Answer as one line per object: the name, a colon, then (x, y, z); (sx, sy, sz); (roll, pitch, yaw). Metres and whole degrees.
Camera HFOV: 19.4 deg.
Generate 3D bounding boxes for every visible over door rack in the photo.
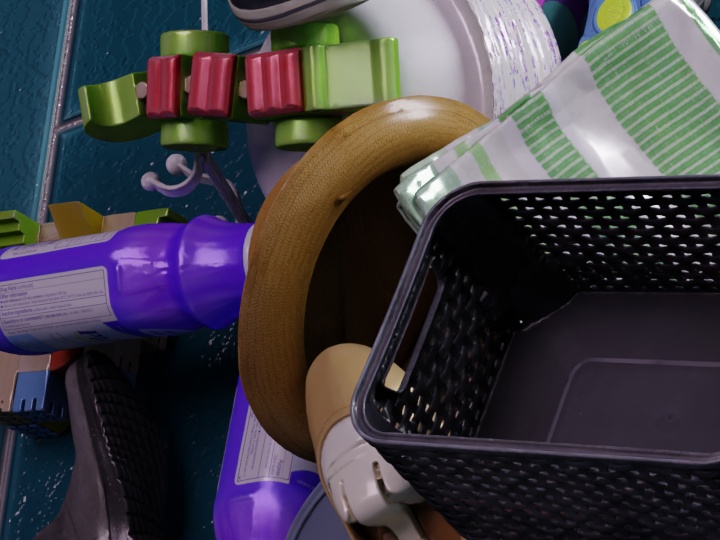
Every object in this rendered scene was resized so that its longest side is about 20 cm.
over door rack: (-0.084, -0.090, 1.298); (0.066, 0.148, 0.200); (-4, 56, 19)

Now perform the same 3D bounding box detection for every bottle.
bottle: (-0.126, 0.007, 1.206); (0.200, 0.083, 0.065); (-8, 84, 29)
bottle: (-0.039, 0.128, 1.137); (0.065, 0.084, 0.200); (-13, 51, 31)

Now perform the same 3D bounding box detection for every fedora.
fedora: (0.000, 0.000, 1.084); (0.201, 0.201, 0.082); (-51, 40, -7)

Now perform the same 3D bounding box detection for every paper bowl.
paper bowl: (0.012, -0.087, 1.196); (0.200, 0.104, 0.201); (2, 92, 49)

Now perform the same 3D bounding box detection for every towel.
towel: (0.132, -0.038, 1.043); (0.200, 0.023, 0.153); (-38, 84, -22)

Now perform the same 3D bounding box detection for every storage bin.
storage bin: (0.113, 0.041, 0.889); (0.200, 0.094, 0.135); (1, 56, 38)

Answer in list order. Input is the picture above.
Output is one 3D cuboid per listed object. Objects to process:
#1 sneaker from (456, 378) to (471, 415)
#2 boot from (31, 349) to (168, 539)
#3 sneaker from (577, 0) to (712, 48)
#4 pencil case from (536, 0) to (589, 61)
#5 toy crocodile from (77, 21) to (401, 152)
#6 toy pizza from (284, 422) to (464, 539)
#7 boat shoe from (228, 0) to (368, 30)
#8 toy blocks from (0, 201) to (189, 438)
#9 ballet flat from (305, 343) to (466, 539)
sneaker: (0.114, 0.070, 1.063); (0.200, 0.075, 0.105); (-42, 74, 7)
boot: (-0.175, 0.154, 1.213); (0.131, 0.070, 0.200); (-25, 61, 18)
sneaker: (0.158, -0.128, 1.202); (0.071, 0.083, 0.200); (15, 50, 11)
pencil case: (0.053, -0.160, 1.288); (0.200, 0.093, 0.085); (19, 52, 45)
toy crocodile: (-0.065, -0.099, 1.143); (0.200, 0.062, 0.068); (0, 89, 33)
toy pizza: (0.051, 0.174, 1.031); (0.200, 0.032, 0.201); (1, 92, 22)
boat shoe: (-0.045, -0.177, 1.148); (0.074, 0.062, 0.200); (-19, 25, -10)
toy blocks: (-0.198, 0.042, 1.335); (0.200, 0.100, 0.137); (-6, 67, 31)
ballet flat: (0.026, 0.123, 0.988); (0.069, 0.063, 0.200); (-34, 79, 21)
